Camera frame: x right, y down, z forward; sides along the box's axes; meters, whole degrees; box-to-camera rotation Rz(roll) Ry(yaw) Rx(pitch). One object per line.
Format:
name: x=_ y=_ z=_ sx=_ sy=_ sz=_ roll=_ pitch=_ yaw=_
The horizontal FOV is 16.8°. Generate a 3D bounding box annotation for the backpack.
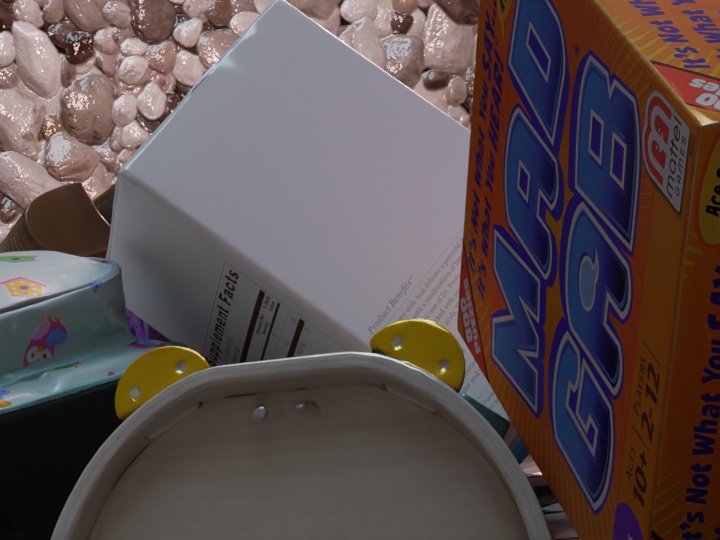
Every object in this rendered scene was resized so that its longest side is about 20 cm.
backpack: x=-0.187 y=0.075 z=1.062 sx=0.199 sy=0.154 sz=0.175 roll=-12 pitch=7 yaw=43

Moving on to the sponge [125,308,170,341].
sponge: x=-0.025 y=0.011 z=1.220 sx=0.199 sy=0.112 sz=0.030 roll=-23 pitch=42 yaw=-26

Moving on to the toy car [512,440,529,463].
toy car: x=0.151 y=0.026 z=1.226 sx=0.199 sy=0.178 sz=0.184 roll=24 pitch=53 yaw=32

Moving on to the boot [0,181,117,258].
boot: x=-0.125 y=0.005 z=1.293 sx=0.199 sy=0.074 sz=0.155 roll=-10 pitch=-30 yaw=-36

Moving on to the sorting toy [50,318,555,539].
sorting toy: x=-0.010 y=0.098 z=0.986 sx=0.198 sy=0.108 sz=0.180 roll=-6 pitch=-17 yaw=10

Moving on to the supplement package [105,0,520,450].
supplement package: x=0.000 y=0.000 z=1.090 sx=0.121 sy=0.199 sz=0.120 roll=-50 pitch=-10 yaw=-26

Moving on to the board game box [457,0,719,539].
board game box: x=0.164 y=-0.021 z=0.882 sx=0.198 sy=0.201 sz=0.200 roll=-7 pitch=33 yaw=-15
